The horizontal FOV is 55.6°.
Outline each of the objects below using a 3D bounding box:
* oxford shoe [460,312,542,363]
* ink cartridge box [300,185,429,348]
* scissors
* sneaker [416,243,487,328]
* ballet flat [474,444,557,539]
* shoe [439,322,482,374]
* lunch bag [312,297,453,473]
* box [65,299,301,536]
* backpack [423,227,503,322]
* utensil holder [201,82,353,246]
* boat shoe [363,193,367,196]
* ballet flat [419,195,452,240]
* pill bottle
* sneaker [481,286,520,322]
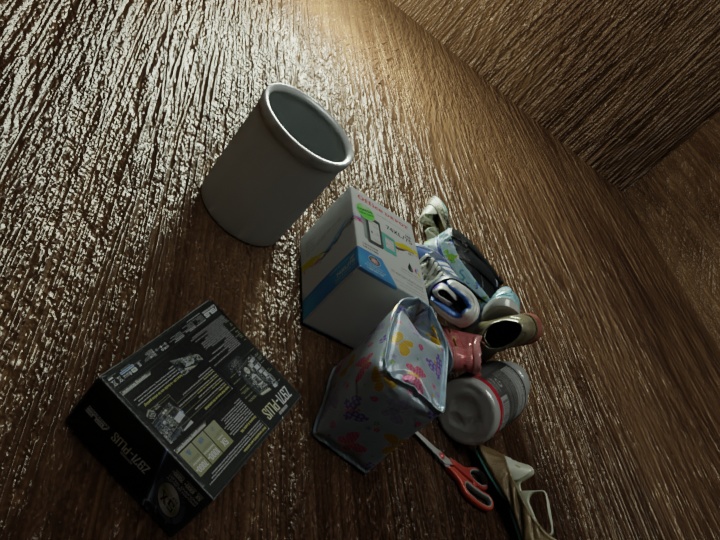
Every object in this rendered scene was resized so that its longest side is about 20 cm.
[{"bbox_3d":[0.214,0.119,1.192,0.074,0.199,0.071,6,62,-51],"label":"oxford shoe"},{"bbox_3d":[0.000,0.000,1.113,0.146,0.146,0.201,29,33,-29],"label":"ink cartridge box"},{"bbox_3d":[0.133,0.299,1.052,0.199,0.014,0.073,39,32,-17],"label":"scissors"},{"bbox_3d":[0.133,0.017,1.195,0.200,0.081,0.146,48,3,13],"label":"sneaker"},{"bbox_3d":[0.254,0.355,1.076,0.068,0.072,0.201,46,17,-57],"label":"ballet flat"},{"bbox_3d":[0.158,0.133,1.160,0.090,0.073,0.200,3,7,5],"label":"shoe"},{"bbox_3d":[0.039,0.149,0.956,0.127,0.170,0.201,36,30,-14],"label":"lunch bag"},{"bbox_3d":[-0.183,0.150,0.749,0.164,0.086,0.200,46,29,0],"label":"box"},{"bbox_3d":[0.201,0.009,1.384,0.201,0.152,0.165,58,22,-44],"label":"backpack"},{"bbox_3d":[-0.137,-0.162,1.080,0.169,0.200,0.171,33,31,-23],"label":"utensil holder"},{"bbox_3d":[0.030,-0.061,1.305,0.073,0.069,0.201,-5,58,-55],"label":"boat shoe"},{"bbox_3d":[0.175,-0.095,1.552,0.074,0.068,0.202,2,52,-31],"label":"ballet flat"},{"bbox_3d":[0.220,0.217,1.169,0.111,0.111,0.199,55,30,16],"label":"pill bottle"},{"bbox_3d":[0.263,0.065,1.277,0.200,0.073,0.083,56,31,-69],"label":"sneaker"}]
